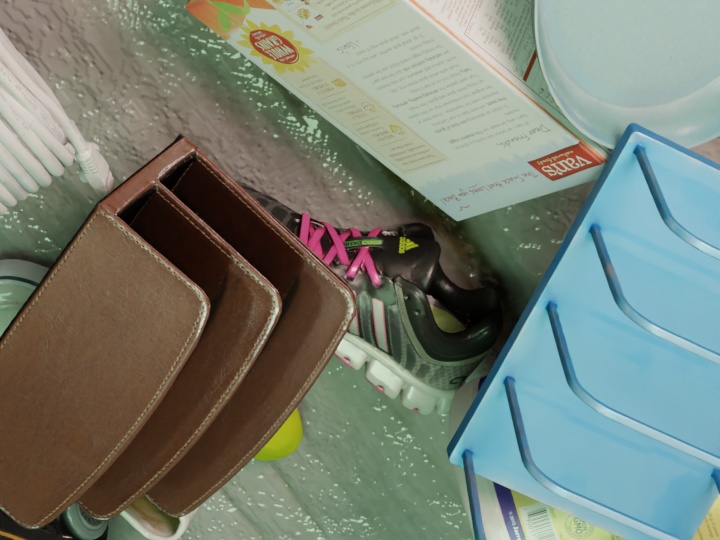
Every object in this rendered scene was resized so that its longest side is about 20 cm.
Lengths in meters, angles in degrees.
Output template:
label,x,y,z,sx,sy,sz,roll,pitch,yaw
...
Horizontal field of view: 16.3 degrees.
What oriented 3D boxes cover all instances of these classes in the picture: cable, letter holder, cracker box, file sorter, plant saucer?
label,x,y,z,sx,sy,sz,roll,pitch,yaw
cable,-0.225,-0.118,1.277,0.069,0.200,0.200,-40,151,-1
letter holder,-0.113,0.057,1.347,0.142,0.101,0.200,41,123,2
cracker box,0.028,-0.112,1.277,0.200,0.058,0.134,38,151,-25
file sorter,0.153,0.061,1.229,0.138,0.123,0.201,24,110,-13
plant saucer,0.159,-0.154,1.229,0.199,0.027,0.201,-17,123,-28

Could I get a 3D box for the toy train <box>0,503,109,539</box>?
label,x,y,z,sx,sy,sz,roll,pitch,yaw
toy train,-0.219,0.160,1.491,0.085,0.115,0.200,-7,158,28

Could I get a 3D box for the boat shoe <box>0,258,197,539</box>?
label,x,y,z,sx,sy,sz,roll,pitch,yaw
boat shoe,-0.165,0.087,1.480,0.074,0.086,0.202,-23,119,24

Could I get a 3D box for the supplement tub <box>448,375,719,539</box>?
label,x,y,z,sx,sy,sz,roll,pitch,yaw
supplement tub,0.162,0.105,1.395,0.199,0.146,0.146,-18,122,11

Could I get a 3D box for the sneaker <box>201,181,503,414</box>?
label,x,y,z,sx,sy,sz,roll,pitch,yaw
sneaker,0.000,0.000,1.401,0.199,0.074,0.087,35,124,-21

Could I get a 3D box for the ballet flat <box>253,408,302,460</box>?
label,x,y,z,sx,sy,sz,roll,pitch,yaw
ballet flat,-0.098,0.051,1.455,0.066,0.067,0.201,-19,121,19
